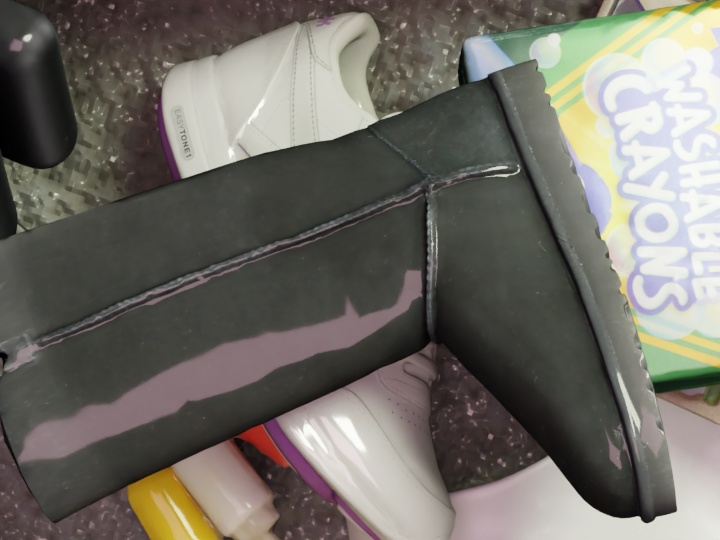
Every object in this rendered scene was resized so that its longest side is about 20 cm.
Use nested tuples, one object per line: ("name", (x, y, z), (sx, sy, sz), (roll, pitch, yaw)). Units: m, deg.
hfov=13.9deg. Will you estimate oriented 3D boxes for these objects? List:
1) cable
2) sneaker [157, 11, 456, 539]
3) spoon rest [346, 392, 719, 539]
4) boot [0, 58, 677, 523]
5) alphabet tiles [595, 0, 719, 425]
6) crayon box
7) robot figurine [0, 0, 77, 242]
("cable", (-0.085, 0.026, 1.061), (0.200, 0.050, 0.097), (42, 94, 0))
("sneaker", (0.000, 0.000, 1.017), (0.099, 0.075, 0.200), (-25, 72, 10))
("spoon rest", (0.091, 0.083, 1.044), (0.200, 0.061, 0.100), (-10, 90, 7))
("boot", (-0.015, 0.034, 0.939), (0.200, 0.066, 0.165), (-18, 60, 0))
("alphabet tiles", (0.152, -0.043, 1.037), (0.167, 0.008, 0.200), (25, 83, 4))
("crayon box", (0.141, -0.029, 1.006), (0.200, 0.052, 0.126), (-9, 83, -1))
("robot figurine", (-0.196, -0.075, 0.992), (0.200, 0.150, 0.125), (21, 110, 18))
